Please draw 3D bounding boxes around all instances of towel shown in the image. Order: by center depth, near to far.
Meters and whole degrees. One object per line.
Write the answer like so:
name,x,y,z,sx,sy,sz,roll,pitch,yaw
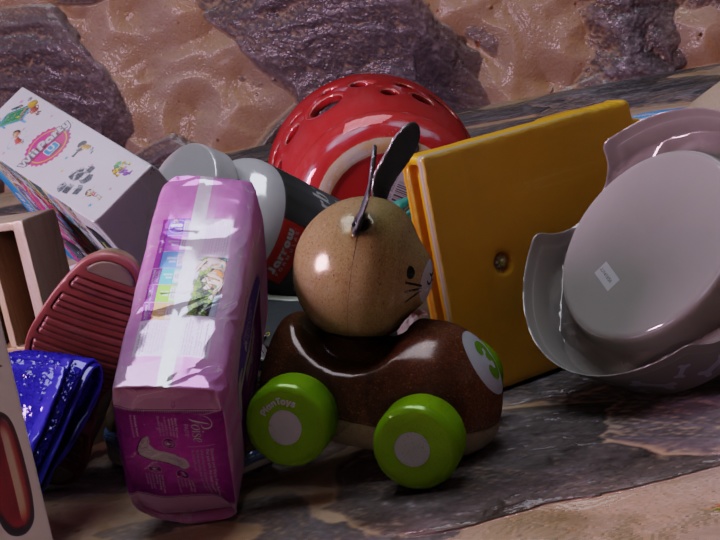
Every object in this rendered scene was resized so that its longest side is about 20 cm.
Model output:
towel,-0.277,0.106,1.307,0.199,0.050,0.148,4,55,29

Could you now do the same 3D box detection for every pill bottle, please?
pill bottle,-0.075,-0.023,1.660,0.200,0.116,0.116,25,-17,-39

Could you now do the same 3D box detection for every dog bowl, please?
dog bowl,0.203,-0.008,1.347,0.059,0.201,0.200,35,-23,-36

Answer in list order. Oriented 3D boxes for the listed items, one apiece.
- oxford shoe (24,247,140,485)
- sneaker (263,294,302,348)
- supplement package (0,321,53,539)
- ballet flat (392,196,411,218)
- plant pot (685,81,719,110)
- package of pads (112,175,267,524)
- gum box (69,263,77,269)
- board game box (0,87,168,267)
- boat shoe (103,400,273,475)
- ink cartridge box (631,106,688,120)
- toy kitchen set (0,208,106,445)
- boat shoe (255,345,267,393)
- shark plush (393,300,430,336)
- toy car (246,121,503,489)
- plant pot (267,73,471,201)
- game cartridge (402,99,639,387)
oxford shoe,-0.188,0.052,1.372,0.070,0.200,0.075,23,36,-6
sneaker,-0.087,0.061,1.564,0.199,0.075,0.106,-8,10,13
supplement package,-0.261,0.101,1.151,0.114,0.201,0.109,-20,12,-38
ballet flat,0.000,0.000,1.557,0.070,0.067,0.200,-32,0,38
plant pot,0.334,-0.064,1.471,0.176,0.201,0.200,-20,11,-11
package of pads,-0.104,0.047,1.282,0.075,0.121,0.200,0,42,5
gum box,-0.162,0.032,1.698,0.066,0.114,0.200,-2,14,42
board game box,-0.186,-0.042,1.511,0.064,0.148,0.200,-46,40,-12
boat shoe,-0.126,0.101,1.382,0.072,0.073,0.200,-18,11,-34
ink cartridge box,0.190,-0.036,1.588,0.199,0.145,0.084,-18,10,-35
toy kitchen set,-0.317,0.075,1.444,0.163,0.181,0.200,-6,11,33
boat shoe,-0.090,0.085,1.448,0.062,0.075,0.200,-31,10,-32
shark plush,0.079,0.019,1.582,0.091,0.084,0.200,-5,11,34
toy car,0.019,0.011,1.281,0.157,0.201,0.164,8,16,12
plant pot,0.015,-0.070,1.846,0.200,0.201,0.183,-11,13,0
game cartridge,0.131,-0.018,1.460,0.199,0.177,0.032,-17,11,-32
